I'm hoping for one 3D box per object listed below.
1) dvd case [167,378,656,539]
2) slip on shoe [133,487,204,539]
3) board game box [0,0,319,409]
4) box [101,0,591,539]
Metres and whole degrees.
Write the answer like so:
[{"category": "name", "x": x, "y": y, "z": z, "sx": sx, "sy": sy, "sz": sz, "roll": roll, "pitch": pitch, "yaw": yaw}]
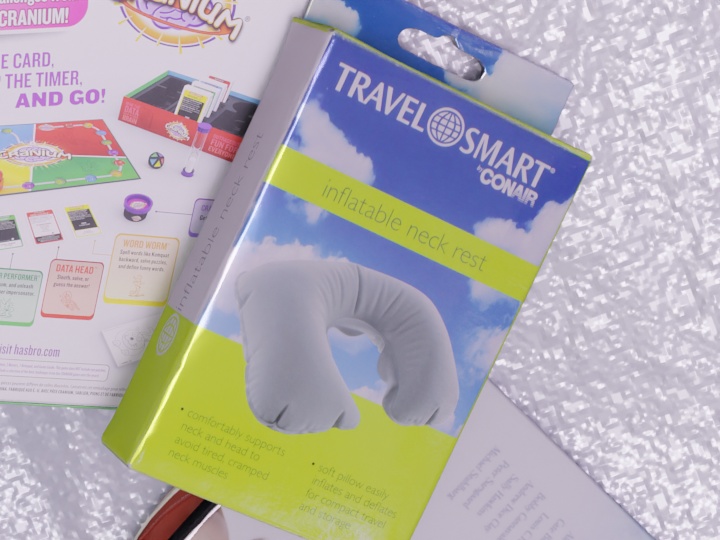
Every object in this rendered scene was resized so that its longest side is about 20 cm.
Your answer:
[{"category": "dvd case", "x": 0.037, "y": 0.128, "z": 1.044, "sx": 0.200, "sy": 0.018, "sz": 0.143, "roll": 44, "pitch": 85, "yaw": -12}, {"category": "slip on shoe", "x": -0.082, "y": 0.148, "z": 1.059, "sx": 0.200, "sy": 0.061, "sz": 0.074, "roll": -44, "pitch": 97, "yaw": 8}, {"category": "board game box", "x": -0.104, "y": -0.047, "z": 0.983, "sx": 0.153, "sy": 0.040, "sz": 0.200, "roll": 5, "pitch": 108, "yaw": -28}, {"category": "box", "x": 0.000, "y": 0.000, "z": 0.981, "sx": 0.122, "sy": 0.048, "sz": 0.200, "roll": 24, "pitch": 92, "yaw": -23}]
